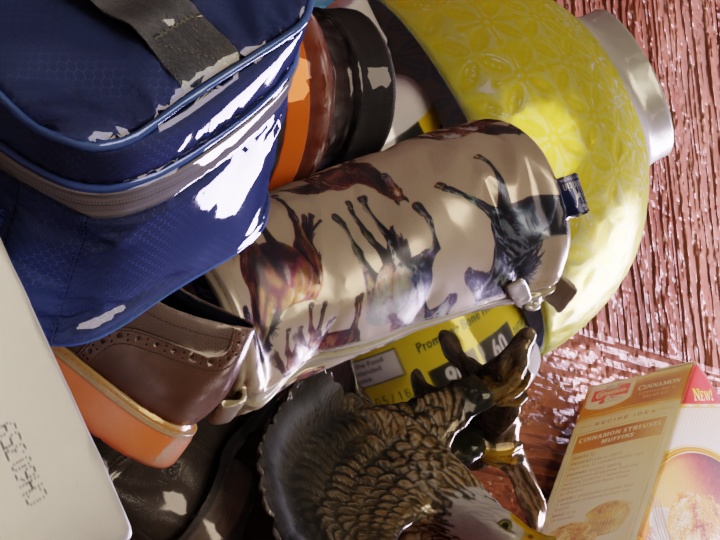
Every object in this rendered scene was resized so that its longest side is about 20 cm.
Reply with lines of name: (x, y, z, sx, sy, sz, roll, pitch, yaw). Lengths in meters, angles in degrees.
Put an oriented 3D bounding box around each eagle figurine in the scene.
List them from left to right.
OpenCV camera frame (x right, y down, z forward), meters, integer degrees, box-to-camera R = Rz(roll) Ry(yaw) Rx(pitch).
eagle figurine: (0.010, 0.108, 1.221, 0.152, 0.151, 0.200, 53, 55, -11)

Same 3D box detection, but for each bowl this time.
bowl: (0.087, -0.069, 1.417, 0.200, 0.108, 0.200, 59, -11, 19)

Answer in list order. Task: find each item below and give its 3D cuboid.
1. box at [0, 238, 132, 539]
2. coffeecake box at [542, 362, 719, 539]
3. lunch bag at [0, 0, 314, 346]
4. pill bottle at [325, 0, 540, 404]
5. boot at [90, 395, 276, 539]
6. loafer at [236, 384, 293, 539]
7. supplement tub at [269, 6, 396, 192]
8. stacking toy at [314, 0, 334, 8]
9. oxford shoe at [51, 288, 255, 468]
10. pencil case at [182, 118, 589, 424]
box: (-0.216, 0.052, 0.962, 0.199, 0.131, 0.200, -34, 106, -38)
coffeecake box: (0.162, 0.176, 1.550, 0.154, 0.073, 0.200, 54, 39, -28)
lunch bag: (-0.120, -0.091, 1.031, 0.200, 0.132, 0.136, 39, 51, 19)
pill bottle: (-0.003, -0.021, 1.358, 0.114, 0.114, 0.200, -45, 115, -52)
boot: (-0.121, 0.036, 1.192, 0.174, 0.069, 0.200, 39, 14, -16)
loafer: (-0.007, 0.136, 1.331, 0.073, 0.071, 0.200, -30, 104, -55)
supplement tub: (-0.086, -0.073, 1.207, 0.200, 0.107, 0.107, -5, 82, -33)
stacking toy: (-0.049, -0.189, 1.385, 0.200, 0.116, 0.110, -62, 137, -63)
oxford shoe: (-0.127, -0.015, 1.100, 0.200, 0.073, 0.071, 39, 13, -2)
pencil case: (0.000, 0.000, 1.197, 0.200, 0.078, 0.089, -21, 63, -37)
